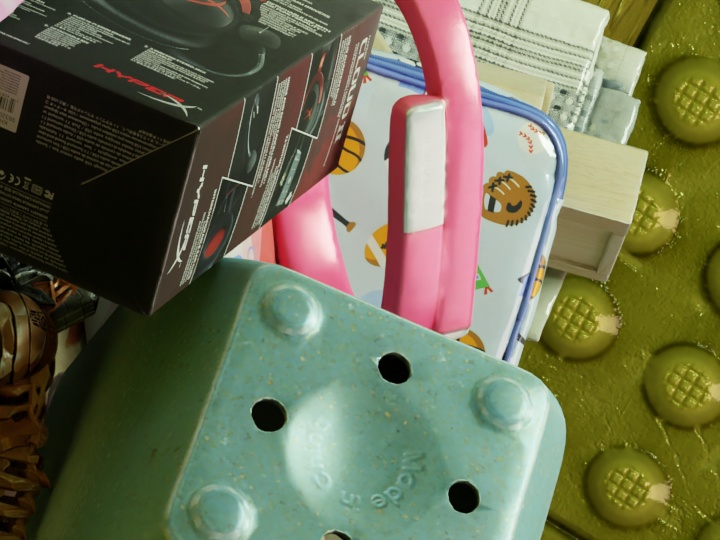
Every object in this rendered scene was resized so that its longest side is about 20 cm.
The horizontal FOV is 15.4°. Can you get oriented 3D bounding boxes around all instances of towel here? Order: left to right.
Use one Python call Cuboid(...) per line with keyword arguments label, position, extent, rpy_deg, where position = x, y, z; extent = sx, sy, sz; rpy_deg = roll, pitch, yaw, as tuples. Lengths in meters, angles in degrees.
Cuboid(label="towel", position=(0.042, -0.079, 1.439), extent=(0.035, 0.199, 0.193), rpy_deg=(105, 6, -67))

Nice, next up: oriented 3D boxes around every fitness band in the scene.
Cuboid(label="fitness band", position=(0.001, -0.049, 1.083), extent=(0.037, 0.144, 0.201), rpy_deg=(-11, 122, -24))

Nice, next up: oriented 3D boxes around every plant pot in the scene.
Cuboid(label="plant pot", position=(-0.026, 0.107, 0.970), extent=(0.200, 0.195, 0.197), rpy_deg=(125, -14, -57))

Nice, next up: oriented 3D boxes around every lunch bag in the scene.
Cuboid(label="lunch bag", position=(0.000, 0.000, 1.224), extent=(0.076, 0.159, 0.201), rpy_deg=(-112, -141, -79))

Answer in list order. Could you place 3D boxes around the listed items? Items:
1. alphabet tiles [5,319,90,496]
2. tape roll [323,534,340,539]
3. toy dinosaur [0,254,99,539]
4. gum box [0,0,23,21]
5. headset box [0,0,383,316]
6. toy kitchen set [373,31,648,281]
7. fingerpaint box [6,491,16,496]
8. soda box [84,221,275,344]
Cuboid(label="alphabet tiles", position=(-0.126, 0.092, 1.111), extent=(0.200, 0.006, 0.167), rpy_deg=(49, 47, -55))
Cuboid(label="tape roll", position=(-0.045, 0.101, 1.383), extent=(0.202, 0.139, 0.204), rpy_deg=(-31, 128, -50))
Cuboid(label="toy dinosaur", position=(-0.157, 0.025, 0.969), extent=(0.200, 0.135, 0.103), rpy_deg=(-113, -159, -48))
Cuboid(label="gum box", position=(-0.122, -0.142, 0.848), extent=(0.200, 0.066, 0.114), rpy_deg=(-50, 168, -45))
Cuboid(label="headset box", position=(-0.091, -0.073, 0.968), extent=(0.200, 0.148, 0.075), rpy_deg=(-43, 153, -62))
Cuboid(label="toy kitchen set", position=(0.060, -0.123, 1.356), extent=(0.163, 0.199, 0.181), rpy_deg=(101, 4, -68))
Cuboid(label="fingerpaint box", position=(-0.185, 0.143, 1.080), extent=(0.167, 0.073, 0.201), rpy_deg=(-63, 147, -43))
Cuboid(label="soda box", position=(-0.077, -0.007, 1.125), extent=(0.070, 0.063, 0.201), rpy_deg=(-35, 123, -60))
